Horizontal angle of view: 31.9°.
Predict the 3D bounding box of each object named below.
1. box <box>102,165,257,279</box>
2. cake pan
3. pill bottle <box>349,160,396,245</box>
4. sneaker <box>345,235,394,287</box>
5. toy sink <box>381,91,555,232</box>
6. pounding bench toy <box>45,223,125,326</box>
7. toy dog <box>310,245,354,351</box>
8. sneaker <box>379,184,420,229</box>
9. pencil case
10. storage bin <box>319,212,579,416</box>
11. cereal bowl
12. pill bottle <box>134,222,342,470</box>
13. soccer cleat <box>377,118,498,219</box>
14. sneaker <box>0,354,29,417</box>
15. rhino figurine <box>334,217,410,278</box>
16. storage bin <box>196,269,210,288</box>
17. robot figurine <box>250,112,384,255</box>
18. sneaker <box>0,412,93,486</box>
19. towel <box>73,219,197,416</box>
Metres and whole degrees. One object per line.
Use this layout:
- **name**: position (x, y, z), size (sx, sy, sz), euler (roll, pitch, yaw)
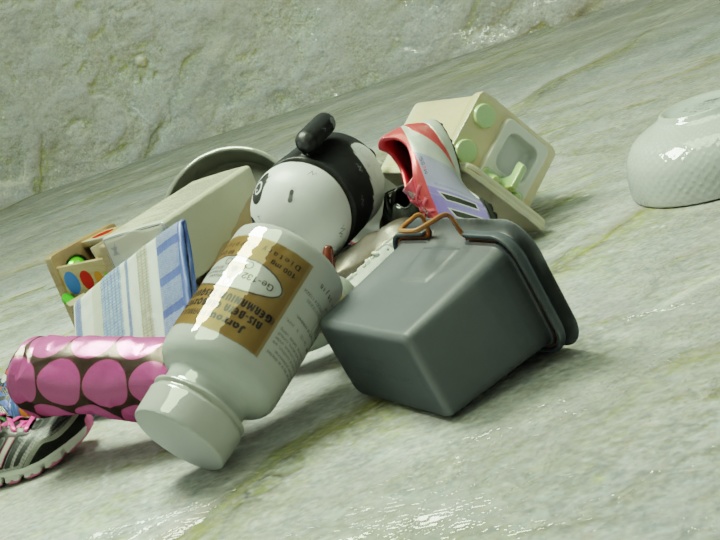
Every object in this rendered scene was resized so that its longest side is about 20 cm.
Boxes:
- **box**: position (-0.197, -0.046, 1.453), size (0.094, 0.078, 0.200), euler (-12, 17, 31)
- **cake pan**: position (-0.167, -0.064, 1.675), size (0.199, 0.202, 0.037), euler (-19, -15, 7)
- **pill bottle**: position (-0.028, -0.091, 1.696), size (0.111, 0.112, 0.200), euler (-27, 15, -25)
- **sneaker**: position (0.031, 0.007, 1.297), size (0.199, 0.088, 0.075), euler (-14, 16, 28)
- **toy sink**: position (0.139, -0.128, 1.478), size (0.113, 0.130, 0.200), euler (-61, 25, -11)
- **pounding bench toy**: position (-0.351, 0.023, 1.700), size (0.155, 0.125, 0.200), euler (-8, 19, 42)
- **toy dog**: position (-0.078, 0.041, 1.264), size (0.199, 0.097, 0.132), euler (-14, -21, 6)
- **sneaker**: position (0.058, -0.062, 1.511), size (0.075, 0.091, 0.200), euler (-18, 13, -5)
- **pencil case**: position (-0.233, 0.109, 1.201), size (0.199, 0.091, 0.094), euler (3, -22, 23)
- **storage bin**: position (0.059, 0.037, 1.070), size (0.134, 0.146, 0.200), euler (-38, 20, -23)
- **cereal bowl**: position (0.381, -0.144, 1.374), size (0.199, 0.084, 0.200), euler (-20, 14, 5)
- **pill bottle**: position (-0.108, 0.067, 1.105), size (0.114, 0.114, 0.201), euler (-4, 47, 49)
- **soccer cleat**: position (0.087, -0.072, 1.338), size (0.073, 0.201, 0.068), euler (-14, -26, -26)
- **sneaker**: position (-0.395, 0.142, 1.429), size (0.078, 0.076, 0.200), euler (-26, 13, -7)
- **rhino figurine**: position (0.000, 0.000, 1.384), size (0.199, 0.060, 0.087), euler (-29, -10, 27)
- **storage bin**: position (-0.162, 0.020, 1.510), size (0.199, 0.094, 0.199), euler (-13, 17, 27)
- **robot figurine**: position (-0.048, -0.085, 1.441), size (0.124, 0.151, 0.200), euler (-31, 9, 31)
- **sneaker**: position (-0.369, 0.166, 1.263), size (0.199, 0.088, 0.074), euler (-19, 14, 4)
- **towel**: position (-0.240, 0.053, 1.341), size (0.200, 0.148, 0.024), euler (-34, -36, 33)
